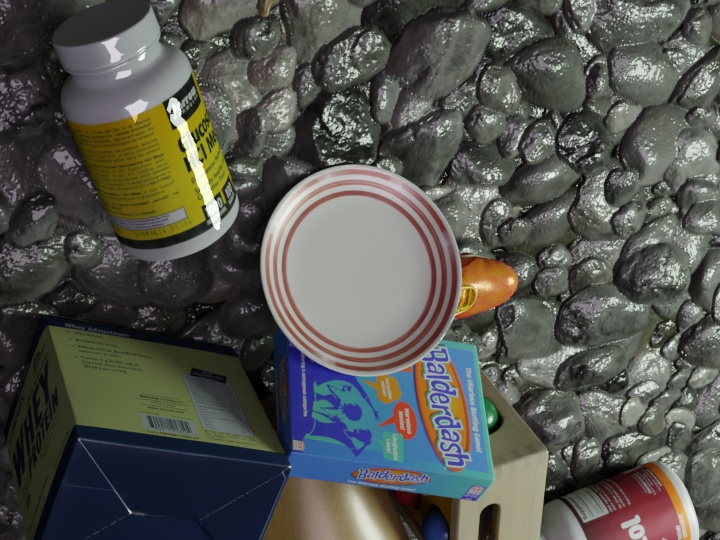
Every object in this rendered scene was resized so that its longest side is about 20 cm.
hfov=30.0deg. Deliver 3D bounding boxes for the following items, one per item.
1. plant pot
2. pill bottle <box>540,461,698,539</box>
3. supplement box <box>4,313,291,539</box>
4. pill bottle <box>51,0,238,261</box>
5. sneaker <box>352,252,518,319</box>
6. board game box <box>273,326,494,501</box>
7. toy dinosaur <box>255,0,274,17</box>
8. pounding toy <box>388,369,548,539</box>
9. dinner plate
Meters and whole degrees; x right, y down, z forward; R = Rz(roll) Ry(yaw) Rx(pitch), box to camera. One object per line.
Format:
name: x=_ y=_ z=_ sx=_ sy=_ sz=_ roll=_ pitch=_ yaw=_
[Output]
plant pot: x=-0.054 y=0.228 z=1.340 sx=0.185 sy=0.186 sz=0.202 roll=-19 pitch=109 yaw=-13
pill bottle: x=0.277 y=0.304 z=1.544 sx=0.198 sy=0.113 sz=0.114 roll=-19 pitch=123 yaw=-12
supplement box: x=-0.197 y=0.160 z=1.210 sx=0.198 sy=0.200 sz=0.135 roll=12 pitch=113 yaw=-28
pill bottle: x=-0.181 y=-0.117 z=1.120 sx=0.112 sy=0.113 sz=0.201 roll=-24 pitch=124 yaw=-9
sneaker: x=0.069 y=0.032 z=1.330 sx=0.198 sy=0.077 sz=0.074 roll=-9 pitch=121 yaw=-19
board game box: x=0.020 y=0.127 z=1.251 sx=0.198 sy=0.153 sz=0.045 roll=10 pitch=139 yaw=-19
toy dinosaur: x=-0.104 y=-0.303 z=1.058 sx=0.058 sy=0.101 sz=0.201 roll=-31 pitch=125 yaw=-4
pounding toy: x=0.082 y=0.189 z=1.372 sx=0.141 sy=0.184 sz=0.201 roll=-15 pitch=127 yaw=-20
dinner plate: x=0.000 y=0.000 z=1.260 sx=0.198 sy=0.024 sz=0.202 roll=3 pitch=78 yaw=-17
